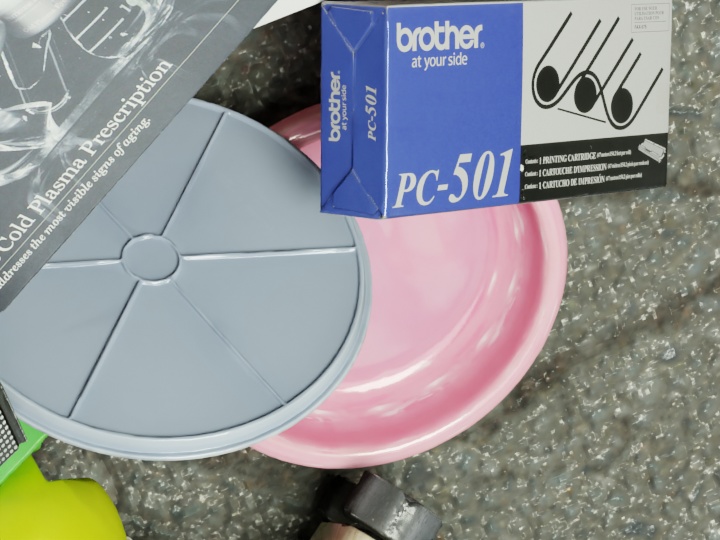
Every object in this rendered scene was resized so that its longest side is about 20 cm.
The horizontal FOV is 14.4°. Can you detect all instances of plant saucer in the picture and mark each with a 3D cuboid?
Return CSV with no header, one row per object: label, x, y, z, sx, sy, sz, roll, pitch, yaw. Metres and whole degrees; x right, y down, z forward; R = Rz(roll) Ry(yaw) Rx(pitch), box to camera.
plant saucer,0.000,0.000,1.391,0.200,0.051,0.201,-7,120,-13

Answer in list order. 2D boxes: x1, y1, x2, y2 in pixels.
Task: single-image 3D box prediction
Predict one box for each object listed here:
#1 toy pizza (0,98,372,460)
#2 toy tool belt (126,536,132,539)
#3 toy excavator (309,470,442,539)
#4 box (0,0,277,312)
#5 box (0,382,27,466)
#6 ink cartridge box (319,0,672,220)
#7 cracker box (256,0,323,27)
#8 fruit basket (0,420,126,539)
toy pizza,-0.094,0.004,1.264,0.199,0.201,0.032,-5,145,-15
toy tool belt,-0.139,0.224,1.388,0.125,0.123,0.200,40,70,-29
toy excavator,0.041,0.201,1.466,0.200,0.194,0.100,36,80,-7
box,-0.165,-0.110,1.141,0.182,0.104,0.200,27,116,-37
box,-0.237,0.065,1.104,0.200,0.047,0.194,-44,140,-24
ink cartridge box,0.065,-0.078,1.306,0.200,0.044,0.094,-7,101,-45
cracker box,-0.093,-0.191,1.226,0.134,0.058,0.200,-20,125,19
fruit basket,-0.177,0.102,1.326,0.215,0.156,0.216,-2,108,-5
